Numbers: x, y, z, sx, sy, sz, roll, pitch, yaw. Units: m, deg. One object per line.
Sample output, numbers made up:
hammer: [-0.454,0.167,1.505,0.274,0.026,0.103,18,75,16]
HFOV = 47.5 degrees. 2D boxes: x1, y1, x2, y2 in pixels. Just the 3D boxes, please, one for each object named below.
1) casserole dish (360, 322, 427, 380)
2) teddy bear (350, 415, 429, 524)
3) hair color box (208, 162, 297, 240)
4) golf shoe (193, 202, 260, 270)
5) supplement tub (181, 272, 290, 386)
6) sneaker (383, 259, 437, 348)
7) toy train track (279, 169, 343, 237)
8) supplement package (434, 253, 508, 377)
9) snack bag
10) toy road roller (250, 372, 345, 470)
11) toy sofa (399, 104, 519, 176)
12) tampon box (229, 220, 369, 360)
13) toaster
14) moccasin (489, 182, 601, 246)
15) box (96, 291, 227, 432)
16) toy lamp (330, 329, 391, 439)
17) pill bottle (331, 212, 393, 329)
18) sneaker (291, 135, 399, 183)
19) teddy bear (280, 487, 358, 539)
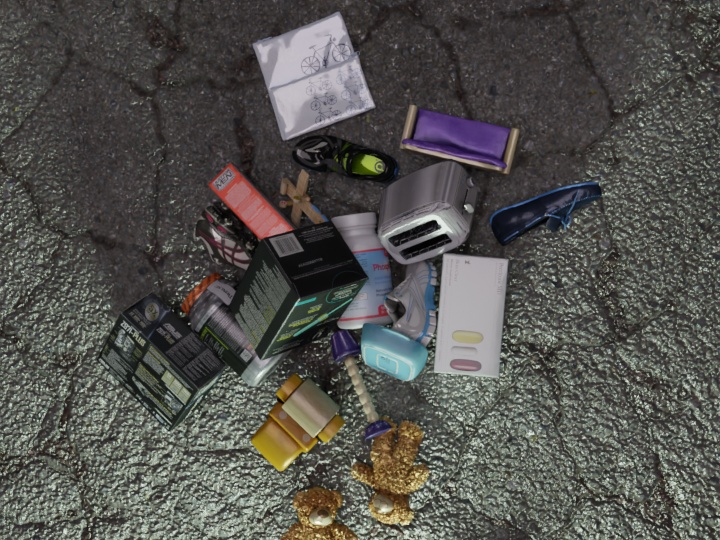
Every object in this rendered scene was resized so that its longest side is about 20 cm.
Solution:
casserole dish: [0.053,0.148,1.427,0.121,0.200,0.039,21,71,8]
teddy bear: [0.056,0.367,1.499,0.145,0.067,0.201,24,94,10]
hair color box: [-0.179,-0.099,1.498,0.061,0.102,0.200,-44,81,1]
golf shoe: [-0.228,-0.036,1.538,0.200,0.077,0.088,46,116,8]
supplement tub: [-0.226,0.105,1.507,0.200,0.123,0.123,43,97,4]
sneaker: [0.083,0.042,1.429,0.086,0.200,0.075,18,130,-15]
toy train track: [-0.098,-0.104,1.473,0.200,0.032,0.115,46,135,37]
supplement package: [0.190,0.073,1.424,0.110,0.156,0.201,4,92,5]
snack bag: [-0.088,-0.364,1.524,0.188,0.021,0.201,-18,89,9]
toy road roller: [-0.118,0.278,1.459,0.123,0.200,0.146,43,75,5]
toy sofa: [0.175,-0.231,1.450,0.199,0.098,0.083,15,93,8]
tampon box: [-0.110,0.035,1.403,0.126,0.150,0.200,57,140,20]
toaster: [0.107,-0.097,1.420,0.199,0.129,0.114,-20,128,29]
moccasin: [0.332,-0.096,1.446,0.199,0.080,0.068,-21,74,21]
box: [-0.369,0.170,1.512,0.200,0.086,0.164,43,131,6]
toy lamp: [-0.003,0.204,1.496,0.058,0.058,0.201,-24,75,8]
pill bottle: [0.000,0.000,1.477,0.108,0.109,0.201,-7,91,9]
sneaker: [-0.028,-0.206,1.488,0.199,0.083,0.071,14,93,8]
teddy bear: [-0.082,0.508,1.515,0.145,0.067,0.201,23,94,5]
